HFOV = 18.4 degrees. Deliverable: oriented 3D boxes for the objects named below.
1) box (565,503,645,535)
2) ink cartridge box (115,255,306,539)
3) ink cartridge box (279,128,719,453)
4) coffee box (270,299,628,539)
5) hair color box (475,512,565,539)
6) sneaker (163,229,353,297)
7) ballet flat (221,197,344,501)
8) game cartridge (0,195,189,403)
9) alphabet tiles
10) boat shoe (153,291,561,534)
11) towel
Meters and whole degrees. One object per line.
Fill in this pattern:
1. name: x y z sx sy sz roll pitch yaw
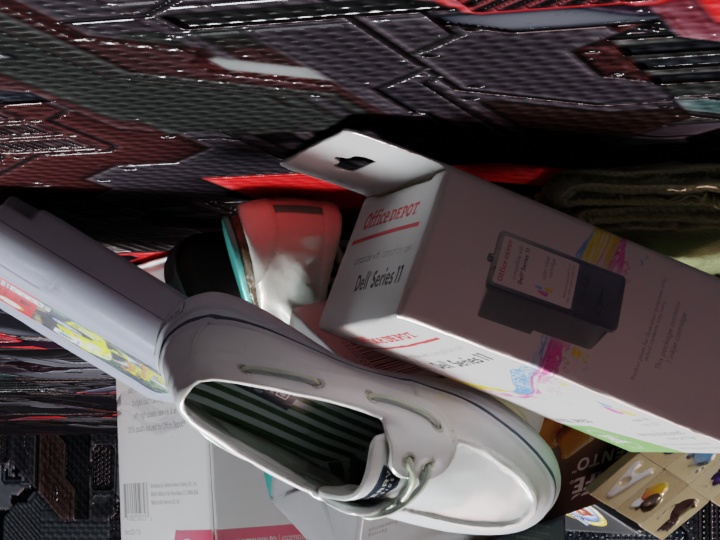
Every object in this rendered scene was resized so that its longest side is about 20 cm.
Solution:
1. box: 0.065 0.089 1.334 0.200 0.044 0.160 34 165 -16
2. ink cartridge box: -0.081 0.094 1.301 0.082 0.201 0.146 0 174 -27
3. ink cartridge box: 0.059 0.013 0.927 0.199 0.068 0.117 22 170 -14
4. coffee box: 0.063 0.063 1.095 0.199 0.115 0.080 -13 -143 -32
5. hair color box: 0.069 0.146 1.166 0.060 0.099 0.200 8 -146 -3
6. sneaker: 0.000 0.000 1.155 0.199 0.077 0.082 9 140 -14
7. ballet flat: -0.024 0.044 1.106 0.069 0.070 0.200 0 133 6
8. game cartridge: -0.134 0.021 1.142 0.133 0.041 0.200 28 169 -6
9. alphabet tiles: 0.208 0.060 1.121 0.200 0.006 0.166 -42 146 11
10. boat shoe: 0.000 0.079 0.964 0.199 0.074 0.067 22 -153 -17
11. towel: 0.144 -0.023 1.000 0.148 0.037 0.200 0 173 -4
